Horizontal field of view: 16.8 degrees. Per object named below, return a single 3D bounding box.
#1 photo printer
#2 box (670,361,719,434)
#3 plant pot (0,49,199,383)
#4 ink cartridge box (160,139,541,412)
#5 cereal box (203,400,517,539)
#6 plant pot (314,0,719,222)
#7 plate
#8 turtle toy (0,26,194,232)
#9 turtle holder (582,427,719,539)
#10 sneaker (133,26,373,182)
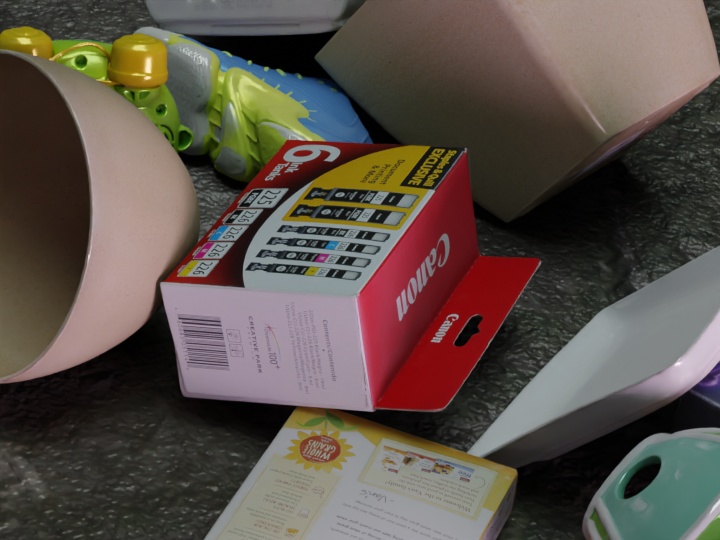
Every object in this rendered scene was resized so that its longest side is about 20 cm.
[{"bbox_3d":[-0.041,-0.217,1.789,0.166,0.070,0.200,2,13,26],"label":"photo printer"},{"bbox_3d":[0.294,0.096,1.480,0.148,0.105,0.200,29,42,24],"label":"box"},{"bbox_3d":[-0.179,-0.030,1.513,0.134,0.201,0.200,2,31,-46],"label":"plant pot"},{"bbox_3d":[0.000,0.000,1.522,0.175,0.084,0.200,4,30,22],"label":"ink cartridge box"},{"bbox_3d":[-0.010,0.164,1.394,0.143,0.040,0.200,18,40,16],"label":"cereal box"},{"bbox_3d":[0.127,-0.155,1.685,0.199,0.200,0.177,-30,82,-38],"label":"plant pot"},{"bbox_3d":[0.174,0.049,1.486,0.032,0.199,0.200,54,45,-6],"label":"plate"},{"bbox_3d":[-0.210,-0.096,1.626,0.199,0.147,0.101,4,17,-6],"label":"turtle toy"},{"bbox_3d":[0.186,0.174,1.357,0.132,0.186,0.141,37,15,32],"label":"turtle holder"},{"bbox_3d":[-0.072,-0.111,1.718,0.200,0.076,0.105,39,35,24],"label":"sneaker"}]
